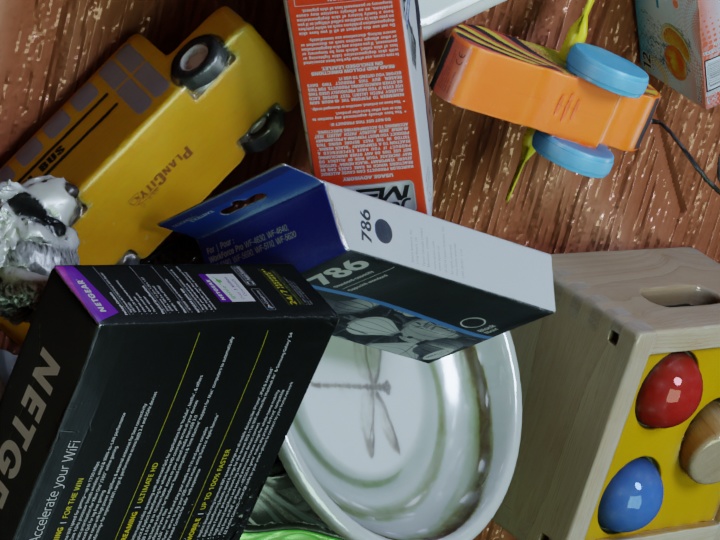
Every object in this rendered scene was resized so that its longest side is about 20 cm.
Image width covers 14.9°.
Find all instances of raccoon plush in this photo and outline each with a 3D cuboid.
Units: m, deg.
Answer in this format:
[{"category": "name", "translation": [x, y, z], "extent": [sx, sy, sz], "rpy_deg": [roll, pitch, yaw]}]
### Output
[{"category": "raccoon plush", "translation": [-0.226, 0.008, 1.346], "extent": [0.200, 0.134, 0.097], "rpy_deg": [-38, 169, 16]}]

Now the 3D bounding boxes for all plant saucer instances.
[{"category": "plant saucer", "translation": [0.006, 0.063, 1.521], "extent": [0.199, 0.050, 0.202], "rpy_deg": [16, 67, -42]}]

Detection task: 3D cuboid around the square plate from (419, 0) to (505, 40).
[{"category": "square plate", "translation": [0.056, -0.218, 1.476], "extent": [0.199, 0.028, 0.199], "rpy_deg": [-27, 128, -18]}]

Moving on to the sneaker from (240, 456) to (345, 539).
[{"category": "sneaker", "translation": [-0.018, 0.113, 1.557], "extent": [0.199, 0.077, 0.084], "rpy_deg": [2, 114, -38]}]

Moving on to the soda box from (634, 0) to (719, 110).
[{"category": "soda box", "translation": [0.193, -0.196, 1.553], "extent": [0.063, 0.068, 0.201], "rpy_deg": [-25, 128, -21]}]

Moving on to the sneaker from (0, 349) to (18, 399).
[{"category": "sneaker", "translation": [-0.203, 0.083, 1.463], "extent": [0.081, 0.075, 0.200], "rpy_deg": [-28, 139, 15]}]

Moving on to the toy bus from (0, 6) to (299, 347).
[{"category": "toy bus", "translation": [-0.126, -0.051, 1.419], "extent": [0.200, 0.078, 0.065], "rpy_deg": [-46, 131, -2]}]

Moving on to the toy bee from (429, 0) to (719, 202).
[{"category": "toy bee", "translation": [0.123, -0.090, 1.556], "extent": [0.200, 0.109, 0.131], "rpy_deg": [40, 98, -23]}]

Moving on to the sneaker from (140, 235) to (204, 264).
[{"category": "sneaker", "translation": [-0.103, 0.056, 1.476], "extent": [0.200, 0.072, 0.085], "rpy_deg": [-50, 136, -31]}]

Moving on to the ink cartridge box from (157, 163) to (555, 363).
[{"category": "ink cartridge box", "translation": [0.000, 0.000, 1.425], "extent": [0.199, 0.039, 0.099], "rpy_deg": [18, 151, -41]}]

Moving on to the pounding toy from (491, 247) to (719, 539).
[{"category": "pounding toy", "translation": [0.193, 0.075, 1.653], "extent": [0.199, 0.142, 0.185], "rpy_deg": [-3, 119, -43]}]

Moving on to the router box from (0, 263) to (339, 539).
[{"category": "router box", "translation": [-0.112, 0.091, 1.349], "extent": [0.149, 0.051, 0.201], "rpy_deg": [0, 125, -42]}]

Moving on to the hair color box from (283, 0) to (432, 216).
[{"category": "hair color box", "translation": [-0.002, -0.132, 1.410], "extent": [0.063, 0.111, 0.201], "rpy_deg": [-4, 127, 4]}]
